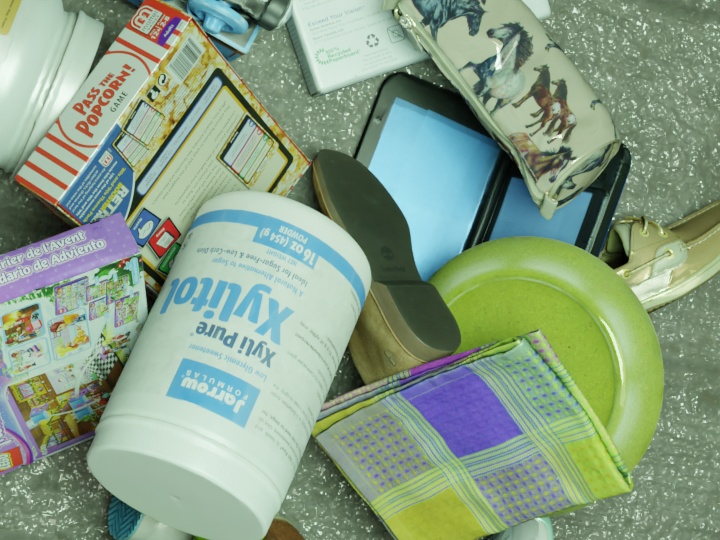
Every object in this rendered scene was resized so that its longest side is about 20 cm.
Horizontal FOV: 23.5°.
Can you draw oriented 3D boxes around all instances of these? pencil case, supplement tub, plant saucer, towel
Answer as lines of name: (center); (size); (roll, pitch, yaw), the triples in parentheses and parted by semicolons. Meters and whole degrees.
pencil case: (0.103, -0.135, 1.228); (0.089, 0.078, 0.201); (-34, 79, -14)
supplement tub: (-0.286, -0.150, 1.156); (0.199, 0.144, 0.145); (24, 84, -14)
plant saucer: (0.113, 0.077, 1.222); (0.198, 0.031, 0.202); (1, 92, 19)
towel: (0.073, 0.125, 1.191); (0.144, 0.199, 0.023); (55, 35, -18)
supplement tub: (-0.083, 0.061, 1.137); (0.131, 0.132, 0.201); (29, 62, -14)

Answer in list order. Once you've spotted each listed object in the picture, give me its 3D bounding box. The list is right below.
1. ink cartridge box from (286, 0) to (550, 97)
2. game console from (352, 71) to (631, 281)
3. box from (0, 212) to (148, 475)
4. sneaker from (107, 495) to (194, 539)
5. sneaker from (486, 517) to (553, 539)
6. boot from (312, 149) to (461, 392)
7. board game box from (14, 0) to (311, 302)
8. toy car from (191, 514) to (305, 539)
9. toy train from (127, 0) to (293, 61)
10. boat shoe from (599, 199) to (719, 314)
ink cartridge box: (0.023, -0.255, 1.293); (0.195, 0.043, 0.202); (-19, 94, -14)
game console: (0.078, -0.029, 1.276); (0.118, 0.170, 0.201); (24, 84, -41)
box: (-0.209, 0.055, 1.158); (0.136, 0.201, 0.039); (-21, 58, -18)
sneaker: (-0.102, 0.118, 1.252); (0.081, 0.076, 0.201); (34, 82, -30)
sneaker: (0.059, 0.253, 1.289); (0.139, 0.078, 0.202); (17, 86, -16)
boot: (0.000, 0.000, 1.243); (0.073, 0.076, 0.201); (6, 47, -38)
board game box: (-0.128, -0.068, 1.187); (0.152, 0.046, 0.200); (-55, 147, -10)
toy car: (-0.066, 0.270, 1.163); (0.157, 0.200, 0.165); (-35, 138, -12)
toy train: (-0.142, -0.222, 1.211); (0.199, 0.114, 0.087); (27, 80, -14)
boat shoe: (0.213, -0.006, 1.331); (0.199, 0.074, 0.067); (-33, 104, -13)
